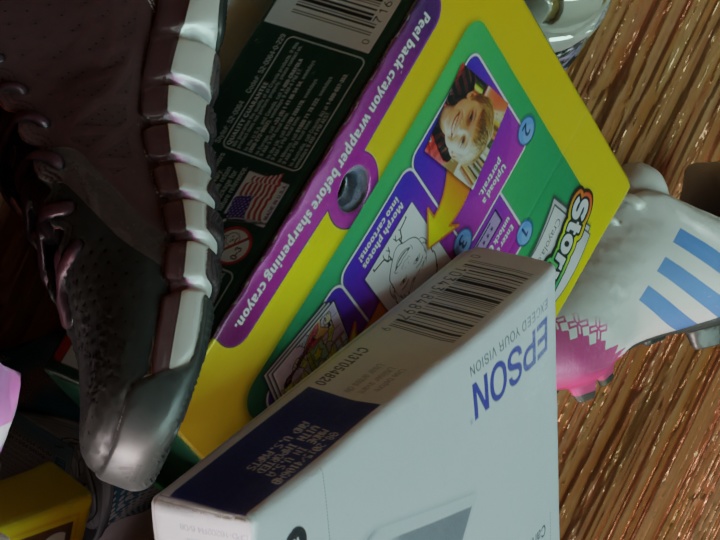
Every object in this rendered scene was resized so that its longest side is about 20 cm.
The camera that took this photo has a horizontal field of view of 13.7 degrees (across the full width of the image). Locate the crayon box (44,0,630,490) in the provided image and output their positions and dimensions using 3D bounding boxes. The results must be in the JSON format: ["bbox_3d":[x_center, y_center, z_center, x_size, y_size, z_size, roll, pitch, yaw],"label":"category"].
[{"bbox_3d":[0.000,0.000,1.023,0.200,0.058,0.173,-59,145,-17],"label":"crayon box"}]

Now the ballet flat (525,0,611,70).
[{"bbox_3d":[0.069,-0.133,1.110,0.072,0.072,0.201,-35,141,-37],"label":"ballet flat"}]

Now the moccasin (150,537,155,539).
[{"bbox_3d":[-0.066,0.141,1.017,0.078,0.074,0.202,-43,159,-33],"label":"moccasin"}]

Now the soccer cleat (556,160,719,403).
[{"bbox_3d":[0.099,0.002,1.284,0.200,0.070,0.087,-18,103,-44],"label":"soccer cleat"}]

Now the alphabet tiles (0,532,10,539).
[{"bbox_3d":[-0.175,0.127,0.811,0.200,0.015,0.196,-17,144,-56],"label":"alphabet tiles"}]

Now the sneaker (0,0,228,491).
[{"bbox_3d":[-0.102,-0.027,0.875,0.076,0.115,0.200,115,-20,-47],"label":"sneaker"}]

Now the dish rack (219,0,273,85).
[{"bbox_3d":[-0.030,-0.101,1.024,0.172,0.043,0.200,12,102,-57],"label":"dish rack"}]

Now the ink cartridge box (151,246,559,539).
[{"bbox_3d":[0.007,0.121,0.972,0.200,0.041,0.200,-38,133,-51],"label":"ink cartridge box"}]

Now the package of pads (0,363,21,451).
[{"bbox_3d":[-0.203,0.046,0.805,0.200,0.120,0.076,-29,147,-43],"label":"package of pads"}]

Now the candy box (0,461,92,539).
[{"bbox_3d":[-0.164,0.131,0.909,0.200,0.026,0.102,-20,135,-50],"label":"candy box"}]

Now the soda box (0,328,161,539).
[{"bbox_3d":[-0.059,0.050,1.076,0.200,0.064,0.069,-22,131,-48],"label":"soda box"}]
